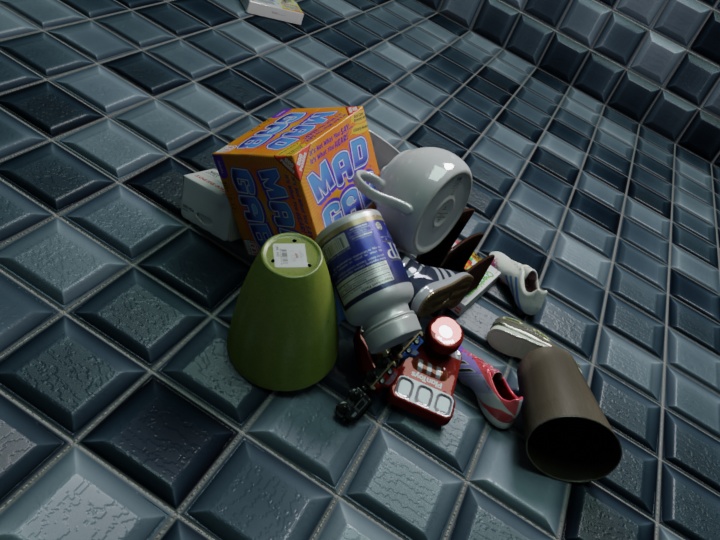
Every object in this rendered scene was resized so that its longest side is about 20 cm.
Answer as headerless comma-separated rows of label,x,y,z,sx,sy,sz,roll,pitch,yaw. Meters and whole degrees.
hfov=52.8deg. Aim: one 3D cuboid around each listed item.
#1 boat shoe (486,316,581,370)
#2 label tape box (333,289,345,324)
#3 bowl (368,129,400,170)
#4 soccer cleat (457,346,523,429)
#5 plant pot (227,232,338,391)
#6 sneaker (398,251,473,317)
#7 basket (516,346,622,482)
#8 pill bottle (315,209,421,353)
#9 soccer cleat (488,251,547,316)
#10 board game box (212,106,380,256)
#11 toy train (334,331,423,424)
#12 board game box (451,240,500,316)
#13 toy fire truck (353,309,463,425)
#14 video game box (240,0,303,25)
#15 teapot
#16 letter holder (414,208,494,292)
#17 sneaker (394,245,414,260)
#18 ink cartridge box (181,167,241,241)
boat shoe,0.349,0.154,1.432,0.199,0.073,0.060,28,39,9
label tape box,0.000,0.000,1.335,0.062,0.147,0.201,1,29,20
bowl,0.015,-0.177,1.558,0.198,0.074,0.203,34,73,-25
soccer cleat,0.216,0.186,1.301,0.067,0.074,0.201,-7,47,-38
plant pot,-0.113,0.049,1.118,0.183,0.202,0.190,6,45,-6
sneaker,0.116,0.016,1.260,0.108,0.071,0.199,36,25,24
basket,0.347,0.240,1.270,0.178,0.137,0.202,28,28,-19
pill bottle,0.016,0.019,1.139,0.118,0.119,0.203,-12,73,-42
soccer cleat,0.353,0.010,1.609,0.069,0.087,0.202,4,40,-29
board game box,-0.101,-0.154,1.282,0.197,0.203,0.200,8,37,38
toy train,0.037,0.166,1.162,0.046,0.034,0.200,43,73,1
board game box,0.210,0.013,1.559,0.125,0.035,0.199,37,36,15
toy fire truck,0.079,0.155,1.235,0.196,0.113,0.170,23,50,-2
video game box,-0.305,-0.892,2.402,0.196,0.047,0.184,2,44,-31
teapot,0.089,-0.136,1.257,0.145,0.201,0.198,36,70,23
letter holder,0.196,-0.033,1.425,0.100,0.144,0.199,37,26,16
sneaker,0.072,0.038,1.321,0.073,0.202,0.082,-6,44,19
ink cartridge box,-0.227,-0.142,1.408,0.145,0.084,0.199,27,31,29
